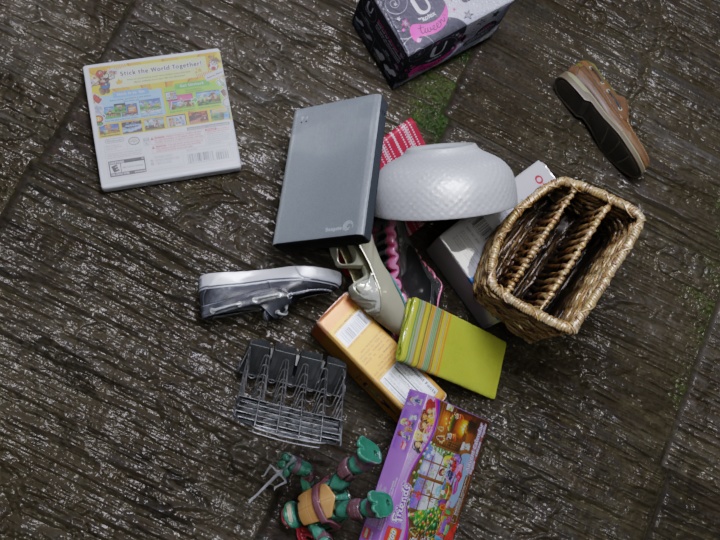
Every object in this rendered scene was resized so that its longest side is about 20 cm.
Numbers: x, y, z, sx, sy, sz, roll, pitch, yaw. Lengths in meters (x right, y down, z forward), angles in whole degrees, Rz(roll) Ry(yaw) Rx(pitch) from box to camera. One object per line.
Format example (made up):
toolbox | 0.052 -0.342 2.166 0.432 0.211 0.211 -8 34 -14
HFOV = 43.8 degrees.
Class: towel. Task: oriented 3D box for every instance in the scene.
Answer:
towel | 0.126 0.109 1.223 0.198 0.018 0.088 26 75 -37
towel | 0.028 -0.101 1.270 0.199 0.022 0.146 -38 116 -16

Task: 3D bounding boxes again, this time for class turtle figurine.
turtle figurine | -0.054 0.295 1.134 0.198 0.100 0.152 -31 78 27

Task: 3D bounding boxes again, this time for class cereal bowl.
cereal bowl | 0.108 -0.122 1.183 0.196 0.200 0.085 -8 102 -12

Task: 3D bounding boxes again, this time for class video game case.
video game case | -0.282 -0.216 1.275 0.196 0.023 0.186 -10 79 -11

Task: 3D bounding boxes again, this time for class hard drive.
hard drive | -0.038 -0.126 1.179 0.137 0.033 0.204 -5 66 29

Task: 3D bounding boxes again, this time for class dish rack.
dish rack | -0.089 0.163 1.135 0.150 0.201 0.056 13 115 -6

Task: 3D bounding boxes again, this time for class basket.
basket | 0.249 -0.025 1.172 0.142 0.149 0.201 39 76 -2

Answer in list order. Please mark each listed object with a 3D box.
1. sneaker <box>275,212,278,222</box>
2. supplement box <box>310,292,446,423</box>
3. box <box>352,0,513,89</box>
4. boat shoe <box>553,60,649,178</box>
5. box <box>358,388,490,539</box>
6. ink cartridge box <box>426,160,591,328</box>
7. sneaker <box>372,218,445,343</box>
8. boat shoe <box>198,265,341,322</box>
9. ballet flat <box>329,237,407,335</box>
sneaker | -0.033 -0.122 1.270 0.084 0.073 0.200 42 72 4
supplement box | 0.023 0.127 1.225 0.069 0.067 0.200 -42 87 -19
box | 0.107 -0.388 1.337 0.198 0.115 0.134 -30 83 -15
boat shoe | 0.385 -0.238 1.373 0.067 0.072 0.201 -35 85 -15
box | 0.087 0.272 1.168 0.136 0.039 0.204 27 79 -39
ink cartridge box | 0.218 -0.037 1.289 0.199 0.084 0.146 -36 86 -15
sneaker | 0.072 0.012 1.251 0.094 0.079 0.205 -14 97 -24
boat shoe | -0.121 0.036 1.218 0.195 0.072 0.069 -3 75 -8
ballet flat | 0.000 0.000 1.197 0.068 0.069 0.203 -22 83 -14
